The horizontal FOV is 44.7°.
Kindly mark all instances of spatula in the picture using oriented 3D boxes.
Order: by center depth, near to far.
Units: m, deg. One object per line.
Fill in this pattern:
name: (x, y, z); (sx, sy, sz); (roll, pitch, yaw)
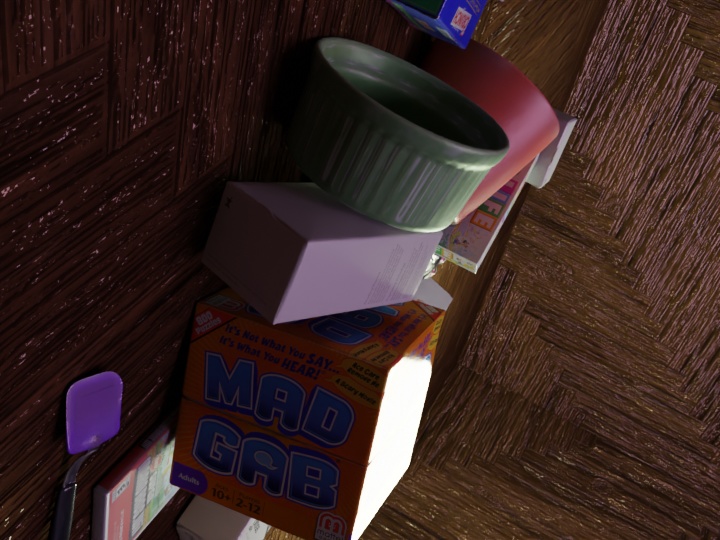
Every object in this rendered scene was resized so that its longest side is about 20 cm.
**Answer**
spatula: (-0.235, 0.169, 0.725); (0.056, 0.021, 0.201); (-19, 138, -54)

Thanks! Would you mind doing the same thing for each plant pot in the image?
plant pot: (0.122, -0.170, 1.125); (0.178, 0.200, 0.200); (-51, 166, -3)

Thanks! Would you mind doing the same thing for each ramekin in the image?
ramekin: (0.028, -0.123, 0.811); (0.098, 0.200, 0.200); (-61, 169, 25)

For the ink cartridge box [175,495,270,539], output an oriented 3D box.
ink cartridge box: (-0.151, 0.297, 1.175); (0.200, 0.084, 0.145); (-55, 165, -29)

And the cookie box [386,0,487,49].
cookie box: (0.108, -0.353, 0.920); (0.201, 0.075, 0.171); (-66, 167, 10)

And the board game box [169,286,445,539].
board game box: (-0.050, 0.129, 0.912); (0.200, 0.199, 0.201); (-32, 137, -66)

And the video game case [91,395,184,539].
video game case: (-0.209, 0.205, 0.914); (0.200, 0.017, 0.143); (-49, 161, -48)

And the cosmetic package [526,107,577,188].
cosmetic package: (0.205, -0.214, 1.297); (0.108, 0.199, 0.085); (-67, 166, 21)

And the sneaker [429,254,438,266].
sneaker: (0.093, -0.062, 1.253); (0.200, 0.087, 0.075); (-40, 163, -14)

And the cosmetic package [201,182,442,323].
cosmetic package: (-0.030, -0.024, 0.803); (0.199, 0.108, 0.085); (-7, 127, -49)

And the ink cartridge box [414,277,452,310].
ink cartridge box: (0.044, 0.107, 1.447); (0.145, 0.083, 0.200); (-27, -156, 56)

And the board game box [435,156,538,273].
board game box: (0.146, -0.112, 1.214); (0.201, 0.134, 0.034); (-59, 167, -19)

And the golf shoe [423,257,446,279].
golf shoe: (0.120, -0.079, 1.319); (0.201, 0.077, 0.088); (-66, 160, 7)
